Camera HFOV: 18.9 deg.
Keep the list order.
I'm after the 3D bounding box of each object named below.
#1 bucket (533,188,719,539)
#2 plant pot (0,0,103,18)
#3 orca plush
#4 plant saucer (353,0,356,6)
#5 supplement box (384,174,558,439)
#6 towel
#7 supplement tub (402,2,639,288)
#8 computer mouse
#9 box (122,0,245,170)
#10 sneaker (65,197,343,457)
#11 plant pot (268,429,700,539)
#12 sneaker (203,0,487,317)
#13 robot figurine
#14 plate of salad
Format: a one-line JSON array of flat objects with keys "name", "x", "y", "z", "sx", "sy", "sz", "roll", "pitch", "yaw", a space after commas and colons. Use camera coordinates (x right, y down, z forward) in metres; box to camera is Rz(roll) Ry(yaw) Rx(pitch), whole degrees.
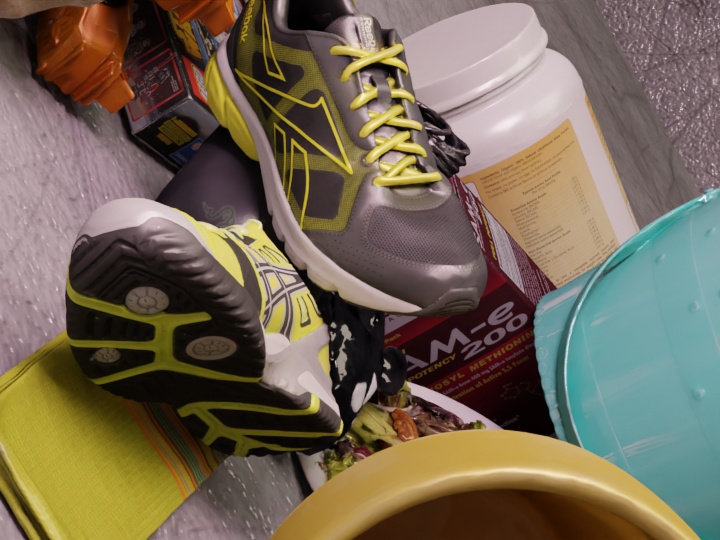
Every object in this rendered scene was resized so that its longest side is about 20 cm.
[{"name": "bucket", "x": 0.190, "y": 0.068, "z": 1.156, "sx": 0.207, "sy": 0.134, "sz": 0.208, "roll": 51, "pitch": 24, "yaw": -33}, {"name": "plant pot", "x": -0.148, "y": -0.218, "z": 0.929, "sx": 0.200, "sy": 0.199, "sz": 0.185, "roll": 43, "pitch": 34, "yaw": -46}, {"name": "orca plush", "x": 0.000, "y": 0.000, "z": 1.071, "sx": 0.105, "sy": 0.071, "sz": 0.200, "roll": 38, "pitch": 39, "yaw": -4}, {"name": "plant saucer", "x": -0.031, "y": -0.138, "z": 1.260, "sx": 0.201, "sy": 0.047, "sz": 0.201, "roll": -103, "pitch": -177, "yaw": -48}, {"name": "supplement box", "x": 0.061, "y": 0.041, "z": 1.219, "sx": 0.200, "sy": 0.108, "sz": 0.061, "roll": 44, "pitch": 23, "yaw": -43}, {"name": "towel", "x": -0.097, "y": 0.062, "z": 0.854, "sx": 0.086, "sy": 0.018, "sz": 0.200, "roll": 58, "pitch": 16, "yaw": -4}, {"name": "supplement tub", "x": 0.088, "y": -0.051, "z": 1.353, "sx": 0.145, "sy": 0.143, "sz": 0.201, "roll": -81, "pitch": 149, "yaw": -67}, {"name": "computer mouse", "x": -0.037, "y": -0.046, "z": 1.009, "sx": 0.138, "sy": 0.053, "sz": 0.200, "roll": 28, "pitch": 47, "yaw": 7}, {"name": "box", "x": -0.097, "y": -0.131, "z": 1.161, "sx": 0.137, "sy": 0.040, "sz": 0.201, "roll": 40, "pitch": 25, "yaw": -55}, {"name": "sneaker", "x": -0.065, "y": 0.013, "z": 0.864, "sx": 0.200, "sy": 0.075, "sz": 0.077, "roll": 56, "pitch": 26, "yaw": -62}, {"name": "plant pot", "x": 0.039, "y": 0.151, "z": 0.834, "sx": 0.202, "sy": 0.200, "sz": 0.189, "roll": 57, "pitch": -1, "yaw": -11}, {"name": "sneaker", "x": -0.006, "y": -0.061, "z": 0.934, "sx": 0.074, "sy": 0.085, "sz": 0.200, "roll": -8, "pitch": 45, "yaw": -36}, {"name": "robot figurine", "x": -0.104, "y": -0.176, "z": 1.046, "sx": 0.058, "sy": 0.145, "sz": 0.201, "roll": 38, "pitch": 35, "yaw": -33}, {"name": "plate of salad", "x": 0.057, "y": 0.113, "z": 1.081, "sx": 0.199, "sy": 0.048, "sz": 0.201, "roll": 27, "pitch": 26, "yaw": -14}]
